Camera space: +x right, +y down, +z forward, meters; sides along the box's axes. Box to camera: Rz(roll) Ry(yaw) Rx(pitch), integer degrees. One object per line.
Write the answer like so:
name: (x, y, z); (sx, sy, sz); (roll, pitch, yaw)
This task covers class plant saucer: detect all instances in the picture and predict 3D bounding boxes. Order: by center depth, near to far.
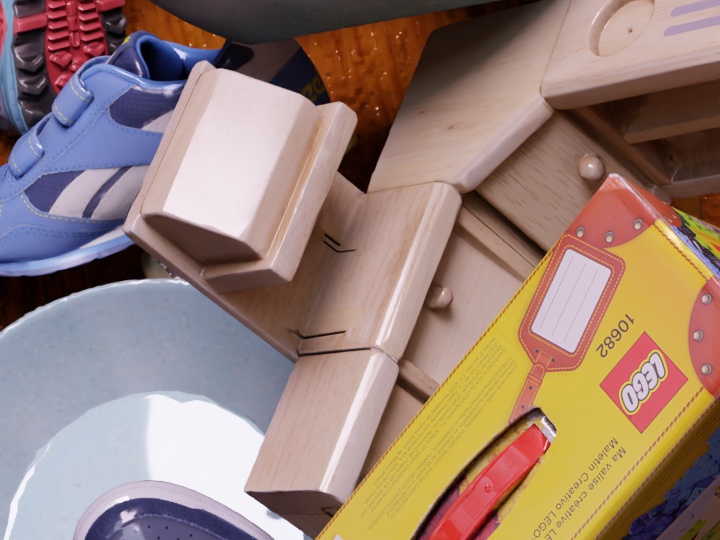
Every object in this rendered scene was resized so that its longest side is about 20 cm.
plant saucer: (0.009, -0.112, 0.837); (0.200, 0.201, 0.039); (-11, 96, 2)
plant saucer: (-0.084, 0.104, 0.903); (0.200, 0.039, 0.202); (-2, 68, 5)

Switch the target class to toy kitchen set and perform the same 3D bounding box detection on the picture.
toy kitchen set: (0.045, -0.018, 0.758); (0.180, 0.163, 0.201); (-8, 52, 48)

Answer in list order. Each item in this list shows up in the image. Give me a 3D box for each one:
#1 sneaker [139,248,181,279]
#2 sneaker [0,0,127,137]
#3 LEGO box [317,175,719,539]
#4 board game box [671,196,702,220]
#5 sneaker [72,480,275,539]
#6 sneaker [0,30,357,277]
sneaker: (0.000, 0.000, 0.931); (0.199, 0.089, 0.077); (14, 66, 15)
sneaker: (-0.157, -0.155, 0.994); (0.095, 0.201, 0.079); (15, 19, 41)
LEGO box: (0.078, 0.084, 0.720); (0.200, 0.149, 0.077); (-52, 52, 17)
board game box: (0.128, -0.084, 0.953); (0.030, 0.096, 0.201); (-1, 63, 8)
sneaker: (-0.025, 0.162, 0.787); (0.070, 0.109, 0.200); (-39, 102, 1)
sneaker: (-0.103, -0.054, 0.944); (0.199, 0.083, 0.074); (-17, 20, 17)
